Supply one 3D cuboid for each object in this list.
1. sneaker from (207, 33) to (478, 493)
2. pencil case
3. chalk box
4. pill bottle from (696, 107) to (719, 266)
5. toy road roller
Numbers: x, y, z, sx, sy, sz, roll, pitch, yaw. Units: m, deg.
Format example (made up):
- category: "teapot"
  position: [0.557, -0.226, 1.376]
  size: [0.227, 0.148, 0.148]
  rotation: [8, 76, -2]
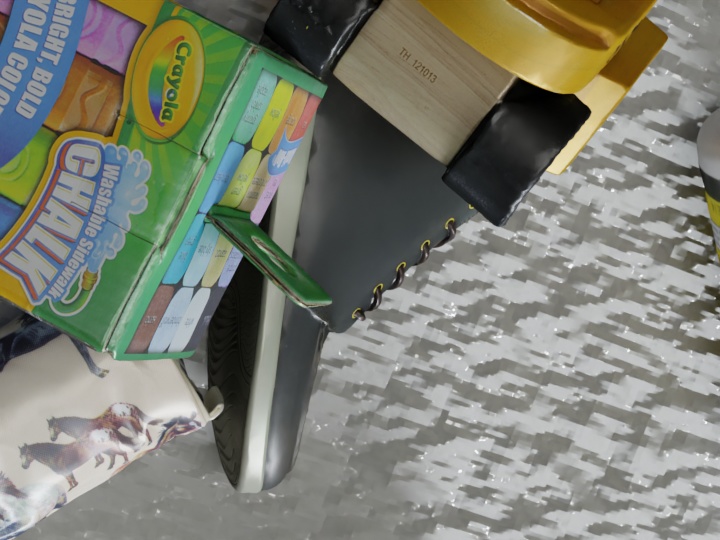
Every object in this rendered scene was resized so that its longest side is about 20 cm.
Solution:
- category: "sneaker"
  position: [0.000, 0.000, 0.964]
  size: [0.105, 0.075, 0.202]
  rotation: [7, 100, -21]
- category: "pencil case"
  position: [-0.153, 0.078, 0.923]
  size: [0.199, 0.078, 0.090]
  rotation: [-33, 126, -11]
- category: "chalk box"
  position: [-0.095, -0.046, 0.842]
  size: [0.199, 0.125, 0.125]
  rotation: [27, 93, 9]
- category: "pill bottle"
  position: [0.226, 0.019, 1.039]
  size: [0.113, 0.114, 0.202]
  rotation: [-20, 109, -16]
- category: "toy road roller"
  position: [0.068, -0.122, 0.876]
  size: [0.123, 0.200, 0.146]
  rotation: [40, 116, 2]
